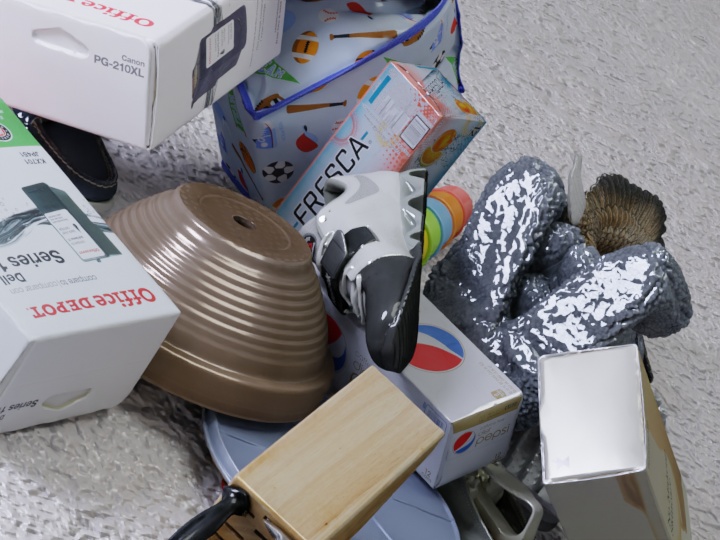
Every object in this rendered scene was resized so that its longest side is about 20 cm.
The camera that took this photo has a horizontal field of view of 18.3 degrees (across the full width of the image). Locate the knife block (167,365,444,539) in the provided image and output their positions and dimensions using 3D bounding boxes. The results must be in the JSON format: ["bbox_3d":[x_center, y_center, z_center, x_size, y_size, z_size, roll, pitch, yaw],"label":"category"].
[{"bbox_3d":[-0.042,0.137,1.272,0.064,0.200,0.176,43,-6,9],"label":"knife block"}]

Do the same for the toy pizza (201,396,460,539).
[{"bbox_3d":[-0.022,0.145,1.453,0.200,0.032,0.200,30,22,-13],"label":"toy pizza"}]

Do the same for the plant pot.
[{"bbox_3d":[-0.095,0.007,1.479,0.200,0.093,0.201,26,19,-10],"label":"plant pot"}]

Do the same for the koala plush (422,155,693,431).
[{"bbox_3d":[0.147,0.053,1.650,0.177,0.184,0.200,40,-1,31],"label":"koala plush"}]

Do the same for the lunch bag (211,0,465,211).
[{"bbox_3d":[-0.013,-0.145,1.715,0.124,0.199,0.170,55,-14,30],"label":"lunch bag"}]

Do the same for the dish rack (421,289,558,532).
[{"bbox_3d":[0.087,0.109,1.668,0.200,0.044,0.172,40,22,2],"label":"dish rack"}]

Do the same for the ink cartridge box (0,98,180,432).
[{"bbox_3d":[-0.226,-0.007,1.356,0.200,0.083,0.146,48,28,19],"label":"ink cartridge box"}]

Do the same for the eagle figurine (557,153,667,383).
[{"bbox_3d":[0.199,-0.012,1.955,0.199,0.152,0.151,26,6,-17],"label":"eagle figurine"}]

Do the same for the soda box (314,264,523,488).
[{"bbox_3d":[0.021,0.056,1.548,0.068,0.064,0.200,-19,49,-34],"label":"soda box"}]

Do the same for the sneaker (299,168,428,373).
[{"bbox_3d":[0.000,0.000,1.511,0.088,0.074,0.200,4,33,0],"label":"sneaker"}]

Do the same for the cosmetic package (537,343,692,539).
[{"bbox_3d":[0.178,0.149,1.539,0.200,0.071,0.106,63,22,-52],"label":"cosmetic package"}]

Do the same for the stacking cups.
[{"bbox_3d":[0.047,-0.032,1.863,0.060,0.061,0.200,42,18,7],"label":"stacking cups"}]

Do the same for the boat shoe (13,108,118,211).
[{"bbox_3d":[-0.226,-0.125,1.603,0.075,0.062,0.200,9,37,-47],"label":"boat shoe"}]

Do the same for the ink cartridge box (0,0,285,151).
[{"bbox_3d":[-0.157,-0.172,1.547,0.144,0.085,0.200,18,31,18],"label":"ink cartridge box"}]

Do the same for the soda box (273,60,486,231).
[{"bbox_3d":[0.000,-0.058,1.642,0.064,0.200,0.068,49,24,23],"label":"soda box"}]

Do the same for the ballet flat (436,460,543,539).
[{"bbox_3d":[0.110,0.196,1.518,0.067,0.064,0.200,10,37,-48],"label":"ballet flat"}]

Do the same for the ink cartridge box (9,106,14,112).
[{"bbox_3d":[-0.320,-0.119,1.482,0.199,0.044,0.174,20,29,-38],"label":"ink cartridge box"}]
